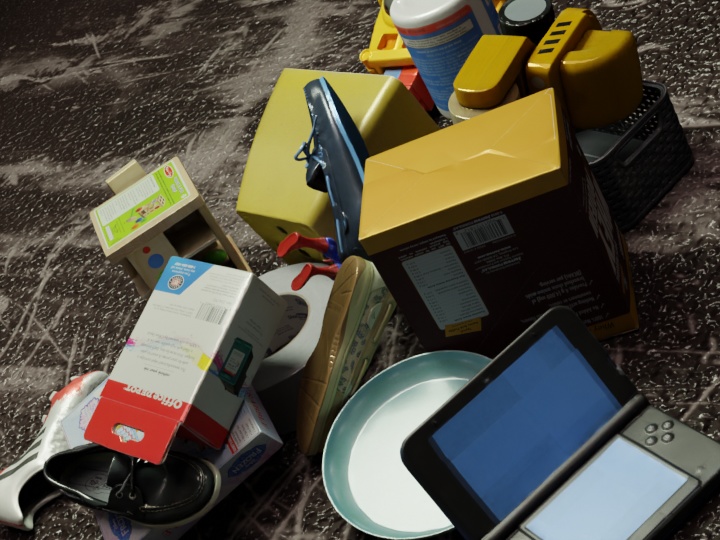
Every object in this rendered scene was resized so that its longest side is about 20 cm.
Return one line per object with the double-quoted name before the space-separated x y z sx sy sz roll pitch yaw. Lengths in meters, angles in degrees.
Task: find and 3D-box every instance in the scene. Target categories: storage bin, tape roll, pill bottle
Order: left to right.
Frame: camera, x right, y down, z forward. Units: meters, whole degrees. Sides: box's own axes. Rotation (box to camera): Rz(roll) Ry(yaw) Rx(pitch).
"tape roll" -0.085 0.082 1.477 0.200 0.066 0.201 -22 33 15
"pill bottle" 0.123 -0.242 1.616 0.112 0.200 0.112 -21 33 15
"storage bin" 0.232 -0.131 1.477 0.135 0.094 0.200 -44 35 -19

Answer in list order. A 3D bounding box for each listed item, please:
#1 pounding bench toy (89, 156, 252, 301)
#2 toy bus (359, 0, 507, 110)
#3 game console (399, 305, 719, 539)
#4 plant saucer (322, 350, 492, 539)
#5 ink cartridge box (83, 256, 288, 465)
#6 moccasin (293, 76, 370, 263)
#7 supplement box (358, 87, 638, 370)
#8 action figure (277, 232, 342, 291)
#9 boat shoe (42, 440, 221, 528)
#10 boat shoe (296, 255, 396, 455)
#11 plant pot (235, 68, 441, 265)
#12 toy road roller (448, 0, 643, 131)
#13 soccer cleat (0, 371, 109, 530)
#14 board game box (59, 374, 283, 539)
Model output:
"pounding bench toy" -0.226 -0.035 1.666 0.124 0.156 0.200 -34 32 -2
"toy bus" 0.100 -0.268 1.751 0.200 0.136 0.192 3 59 38
"game console" 0.165 0.151 1.128 0.200 0.118 0.171 -41 33 -14
"plant saucer" 0.061 0.160 1.262 0.200 0.027 0.201 -15 45 16
"ink cartridge box" -0.168 0.095 1.338 0.116 0.067 0.200 11 68 38
"moccasin" -0.028 -0.101 1.389 0.068 0.080 0.201 -26 64 14
"supplement box" 0.132 -0.027 1.318 0.197 0.200 0.133 -19 35 18
"action figure" 0.000 0.000 1.432 0.052 0.200 0.066 -48 56 31
"boat shoe" -0.222 0.195 1.321 0.199 0.066 0.075 4 68 38
"boat shoe" -0.010 0.088 1.350 0.201 0.062 0.073 -72 23 11
"plant pot" -0.016 -0.088 1.547 0.200 0.200 0.177 12 64 48
"toy road roller" 0.191 -0.178 1.382 0.146 0.123 0.200 10 49 32
"soccer cleat" -0.329 0.198 1.529 0.085 0.069 0.200 19 60 40
"board game box" -0.194 0.162 1.394 0.199 0.041 0.200 -41 47 10
